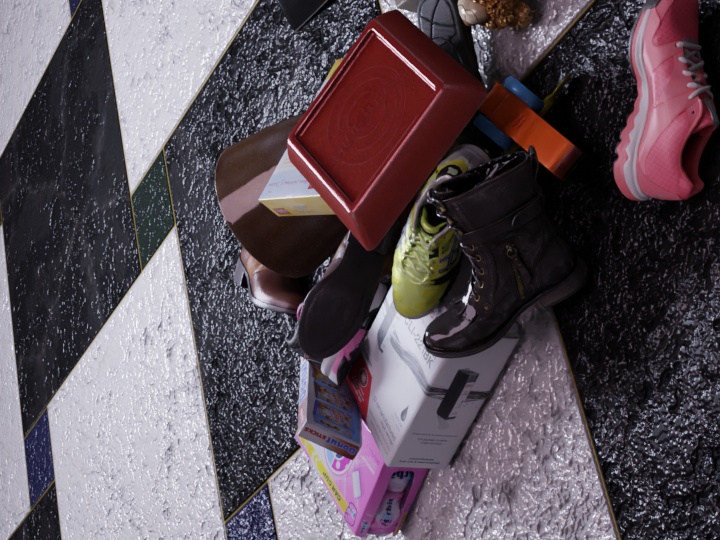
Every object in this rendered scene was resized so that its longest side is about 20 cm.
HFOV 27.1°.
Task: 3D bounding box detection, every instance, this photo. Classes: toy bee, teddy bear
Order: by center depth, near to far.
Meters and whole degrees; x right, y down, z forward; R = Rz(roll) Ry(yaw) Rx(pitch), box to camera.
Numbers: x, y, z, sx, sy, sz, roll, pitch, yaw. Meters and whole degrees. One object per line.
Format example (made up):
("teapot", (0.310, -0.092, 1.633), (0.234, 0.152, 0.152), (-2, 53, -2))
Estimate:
("toy bee", (0.163, -0.163, 1.536), (0.130, 0.108, 0.201), (-32, 68, 18))
("teddy bear", (0.114, -0.326, 1.543), (0.067, 0.144, 0.201), (-58, -20, -30))

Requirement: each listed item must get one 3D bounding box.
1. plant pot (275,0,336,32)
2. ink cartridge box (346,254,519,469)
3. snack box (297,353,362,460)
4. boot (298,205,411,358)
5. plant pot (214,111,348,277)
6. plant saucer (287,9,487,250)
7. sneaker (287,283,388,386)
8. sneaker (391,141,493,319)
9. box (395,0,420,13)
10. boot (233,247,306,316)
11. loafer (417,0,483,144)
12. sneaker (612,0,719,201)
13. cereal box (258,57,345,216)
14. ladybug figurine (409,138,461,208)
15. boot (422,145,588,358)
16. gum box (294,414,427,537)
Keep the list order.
("plant pot", (-0.029, -0.432, 1.723), (0.178, 0.200, 0.199), (50, 143, -5))
("ink cartridge box", (0.076, 0.095, 1.638), (0.201, 0.083, 0.145), (-64, 35, 31))
("snack box", (-0.034, 0.135, 1.710), (0.024, 0.071, 0.201), (-56, 16, 25))
("boot", (0.000, 0.000, 1.671), (0.200, 0.068, 0.190), (-26, -45, -79))
("plant pot", (-0.042, -0.119, 1.809), (0.199, 0.186, 0.189), (-31, 58, 34))
("plant saucer", (0.013, -0.153, 1.526), (0.200, 0.037, 0.200), (-53, 44, 12))
("sneaker", (-0.028, 0.052, 1.747), (0.081, 0.086, 0.200), (-63, -2, 22))
("sneaker", (0.068, -0.036, 1.505), (0.075, 0.076, 0.202), (30, 120, 20))
("box", (0.114, -0.359, 1.657), (0.200, 0.068, 0.083), (-29, 61, 54))
("boot", (-0.091, -0.051, 1.993), (0.202, 0.068, 0.188), (-70, 25, 11))
("loafer", (0.111, -0.210, 1.661), (0.071, 0.063, 0.202), (-3, 97, 33))
("sneaker", (0.290, -0.158, 1.344), (0.086, 0.073, 0.202), (16, 103, 45))
("cereal box", (-0.021, -0.152, 1.660), (0.143, 0.039, 0.201), (1, 59, 55))
("ladybug figurine", (0.077, -0.103, 1.585), (0.201, 0.072, 0.136), (60, 177, -14))
("boot", (0.113, -0.020, 1.452), (0.199, 0.174, 0.069), (-31, 35, 10))
("gum box", (0.002, 0.211, 1.764), (0.200, 0.066, 0.114), (52, 129, 49))
